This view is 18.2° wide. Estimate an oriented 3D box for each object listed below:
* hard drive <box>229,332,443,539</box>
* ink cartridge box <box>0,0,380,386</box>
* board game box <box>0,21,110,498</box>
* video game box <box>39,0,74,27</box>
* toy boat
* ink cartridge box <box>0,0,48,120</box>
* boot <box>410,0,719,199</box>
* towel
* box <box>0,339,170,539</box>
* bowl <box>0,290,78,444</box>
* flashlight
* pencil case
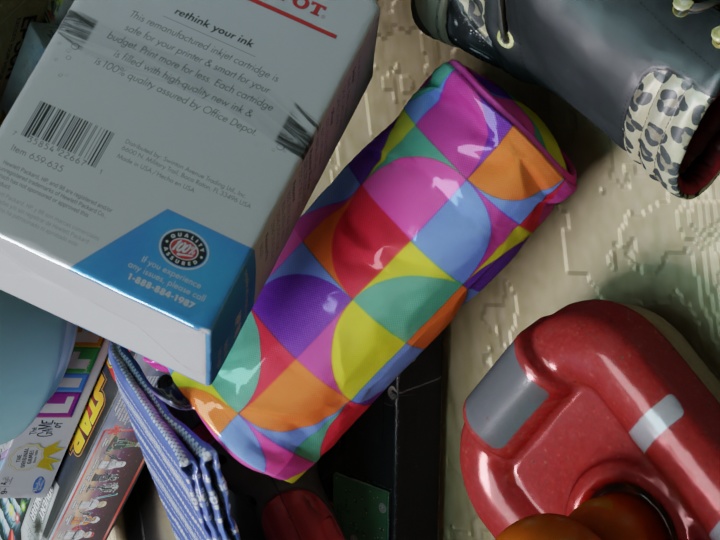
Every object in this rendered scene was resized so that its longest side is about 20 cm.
[{"bbox_3d":[-0.022,0.097,1.093,0.139,0.038,0.201,15,110,41],"label":"hard drive"},{"bbox_3d":[-0.067,-0.069,0.920,0.115,0.201,0.067,24,159,8],"label":"ink cartridge box"},{"bbox_3d":[-0.162,-0.004,1.131,0.135,0.034,0.201,58,133,41],"label":"board game box"},{"bbox_3d":[-0.202,-0.193,1.185,0.200,0.047,0.183,51,133,22],"label":"video game box"},{"bbox_3d":[0.101,0.116,0.912,0.200,0.130,0.131,53,132,20],"label":"toy boat"},{"bbox_3d":[-0.254,-0.121,1.171,0.165,0.075,0.201,46,129,26],"label":"ink cartridge box"},{"bbox_3d":[0.108,-0.142,0.879,0.154,0.073,0.204,41,133,26],"label":"boot"},{"bbox_3d":[-0.061,0.139,1.031,0.145,0.024,0.201,41,153,62],"label":"towel"},{"bbox_3d":[-0.154,0.059,1.182,0.201,0.040,0.137,-61,41,35],"label":"box"},{"bbox_3d":[-0.203,0.009,1.066,0.200,0.104,0.202,-5,84,56],"label":"bowl"},{"bbox_3d":[-0.025,0.127,1.032,0.068,0.067,0.201,-37,74,48],"label":"flashlight"},{"bbox_3d":[0.000,0.000,0.959,0.200,0.088,0.088,-44,67,8],"label":"pencil case"}]
